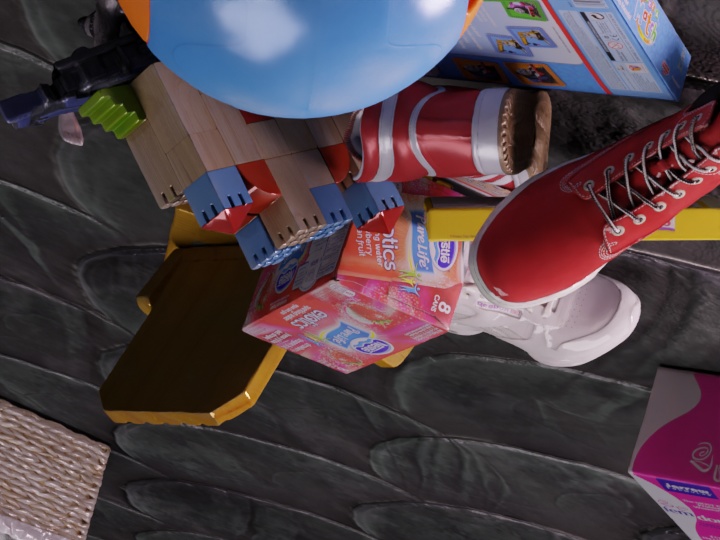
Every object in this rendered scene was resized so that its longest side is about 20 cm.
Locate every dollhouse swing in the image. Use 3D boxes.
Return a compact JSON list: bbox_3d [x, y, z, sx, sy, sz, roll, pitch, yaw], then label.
[{"bbox_3d":[-0.080,0.077,1.874,0.200,0.176,0.182,-2,151,42],"label":"dollhouse swing"}]

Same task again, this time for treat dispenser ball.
[{"bbox_3d":[-0.030,-0.176,1.133,0.201,0.201,0.201,17,162,6],"label":"treat dispenser ball"}]

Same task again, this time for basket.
[{"bbox_3d":[-0.443,0.269,2.889,0.200,0.161,0.198,27,160,-21],"label":"basket"}]

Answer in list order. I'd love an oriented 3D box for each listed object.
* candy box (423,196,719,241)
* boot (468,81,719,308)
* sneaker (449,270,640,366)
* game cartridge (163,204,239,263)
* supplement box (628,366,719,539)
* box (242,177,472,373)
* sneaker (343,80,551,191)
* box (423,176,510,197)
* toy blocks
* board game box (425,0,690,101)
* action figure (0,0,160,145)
[{"bbox_3d":[0.142,-0.034,1.513,0.200,0.026,0.102,0,-176,1],"label":"candy box"},{"bbox_3d":[0.160,-0.051,1.355,0.072,0.200,0.144,58,163,1],"label":"boot"},{"bbox_3d":[0.115,0.021,1.764,0.200,0.075,0.100,8,160,29],"label":"sneaker"},{"bbox_3d":[-0.080,-0.002,1.959,0.176,0.032,0.200,19,162,-2],"label":"game cartridge"},{"bbox_3d":[0.318,0.170,1.962,0.101,0.103,0.200,8,157,32],"label":"supplement box"},{"bbox_3d":[0.000,0.000,1.650,0.095,0.100,0.200,24,161,-16],"label":"box"},{"bbox_3d":[0.057,-0.084,1.454,0.112,0.071,0.200,3,177,14],"label":"sneaker"},{"bbox_3d":[0.059,-0.057,1.652,0.200,0.040,0.137,23,160,-13],"label":"box"},{"bbox_3d":[-0.060,-0.067,1.429,0.200,0.137,0.100,-15,164,-47],"label":"toy blocks"},{"bbox_3d":[0.077,-0.155,1.352,0.200,0.037,0.151,7,160,28],"label":"board game box"},{"bbox_3d":[-0.155,-0.151,1.460,0.200,0.105,0.193,-21,168,-24],"label":"action figure"}]
